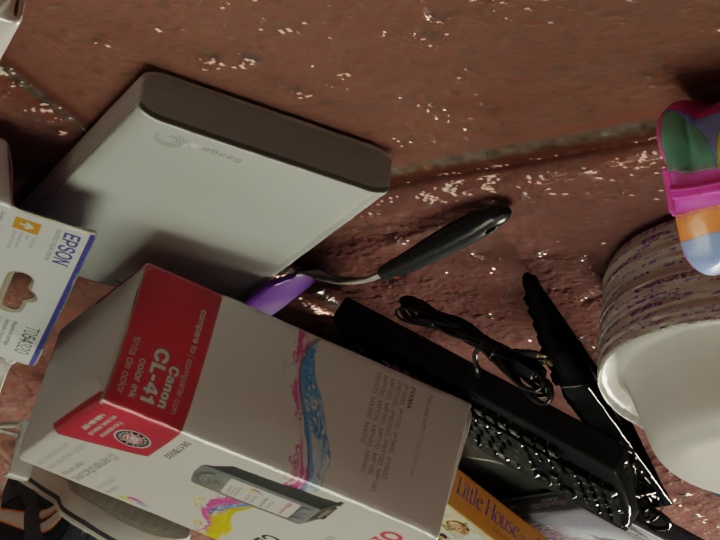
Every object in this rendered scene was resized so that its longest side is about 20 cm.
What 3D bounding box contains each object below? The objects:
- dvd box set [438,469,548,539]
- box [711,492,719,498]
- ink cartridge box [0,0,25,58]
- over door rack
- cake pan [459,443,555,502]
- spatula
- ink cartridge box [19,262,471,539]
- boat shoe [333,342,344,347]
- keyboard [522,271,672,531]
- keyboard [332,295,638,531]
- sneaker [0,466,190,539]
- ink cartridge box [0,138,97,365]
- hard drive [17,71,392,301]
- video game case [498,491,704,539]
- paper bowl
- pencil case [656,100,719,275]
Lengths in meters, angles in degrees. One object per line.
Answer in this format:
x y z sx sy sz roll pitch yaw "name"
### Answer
0.035 0.169 1.370 0.146 0.029 0.200 -13 140 40 "dvd box set"
0.333 0.128 1.308 0.200 0.038 0.136 -13 149 38 "box"
-0.222 -0.114 0.871 0.144 0.085 0.200 15 156 -17 "ink cartridge box"
-0.154 0.098 1.307 0.147 0.067 0.200 17 180 -20 "over door rack"
0.064 0.134 1.400 0.200 0.037 0.200 6 156 3 "cake pan"
0.000 0.000 1.125 0.200 0.021 0.056 -19 177 37 "spatula"
-0.063 0.087 1.150 0.200 0.086 0.148 26 153 -17 "ink cartridge box"
-0.065 0.079 1.267 0.199 0.076 0.072 9 156 -5 "boat shoe"
0.125 0.085 1.191 0.040 0.104 0.200 -28 147 9 "keyboard"
0.062 0.067 1.152 0.200 0.021 0.127 27 150 34 "keyboard"
-0.167 0.169 1.306 0.078 0.080 0.200 19 178 -28 "sneaker"
-0.246 -0.026 1.118 0.199 0.043 0.196 16 154 -12 "ink cartridge box"
-0.088 -0.033 1.086 0.132 0.026 0.200 18 155 -22 "hard drive"
0.119 0.183 1.427 0.200 0.019 0.143 -13 149 40 "video game case"
0.221 0.053 1.097 0.200 0.105 0.201 5 157 2 "paper bowl"
0.220 -0.051 0.889 0.200 0.089 0.088 -14 149 38 "pencil case"
